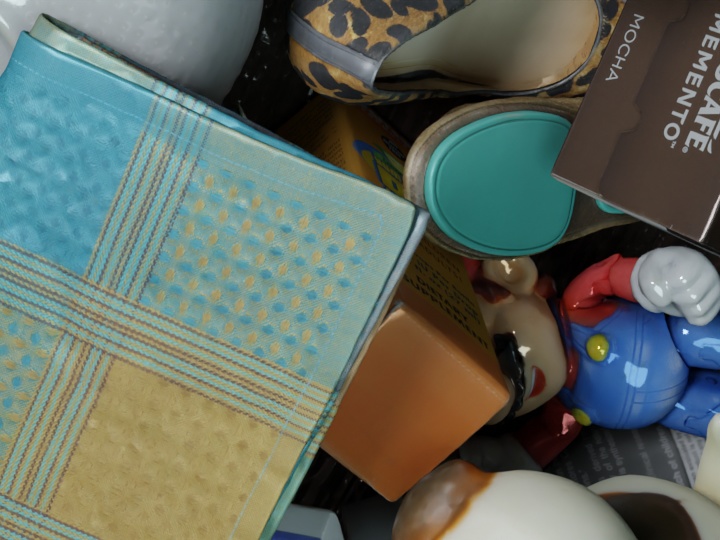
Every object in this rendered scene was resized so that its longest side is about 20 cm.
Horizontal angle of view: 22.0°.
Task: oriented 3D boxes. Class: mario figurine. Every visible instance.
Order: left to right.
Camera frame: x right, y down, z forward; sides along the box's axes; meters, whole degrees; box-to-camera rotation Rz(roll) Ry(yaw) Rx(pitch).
[{"bbox_3d":[0.097,0.051,0.792,0.198,0.106,0.125,8,87,5],"label":"mario figurine"}]

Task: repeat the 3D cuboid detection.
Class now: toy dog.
[{"bbox_3d":[0.087,0.140,0.704,0.195,0.139,0.200,-52,149,6],"label":"toy dog"}]

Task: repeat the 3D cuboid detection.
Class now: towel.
[{"bbox_3d":[-0.082,0.035,0.614,0.146,0.022,0.202,27,106,2],"label":"towel"}]

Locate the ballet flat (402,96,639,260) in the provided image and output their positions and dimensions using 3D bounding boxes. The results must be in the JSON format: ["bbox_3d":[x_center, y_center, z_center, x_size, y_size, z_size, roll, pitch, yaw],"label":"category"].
[{"bbox_3d":[0.076,-0.048,0.779,0.199,0.072,0.069,-12,113,-39],"label":"ballet flat"}]

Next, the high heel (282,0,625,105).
[{"bbox_3d":[0.061,-0.086,0.746,0.198,0.143,0.072,10,114,-15],"label":"high heel"}]

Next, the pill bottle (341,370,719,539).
[{"bbox_3d":[0.097,0.129,0.882,0.198,0.114,0.115,-17,119,-1],"label":"pill bottle"}]

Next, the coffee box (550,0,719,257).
[{"bbox_3d":[0.180,-0.052,0.760,0.199,0.080,0.114,18,98,-49],"label":"coffee box"}]

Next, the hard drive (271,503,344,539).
[{"bbox_3d":[-0.097,0.138,0.833,0.198,0.026,0.133,8,139,19],"label":"hard drive"}]

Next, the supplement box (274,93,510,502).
[{"bbox_3d":[0.000,0.000,0.747,0.069,0.201,0.066,-43,117,14],"label":"supplement box"}]

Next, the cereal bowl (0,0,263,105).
[{"bbox_3d":[-0.139,-0.097,0.649,0.198,0.084,0.201,11,137,11],"label":"cereal bowl"}]

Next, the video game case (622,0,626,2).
[{"bbox_3d":[0.111,-0.213,0.737,0.199,0.023,0.183,28,97,-21],"label":"video game case"}]

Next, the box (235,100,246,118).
[{"bbox_3d":[-0.057,0.043,0.684,0.048,0.117,0.202,3,102,-9],"label":"box"}]
